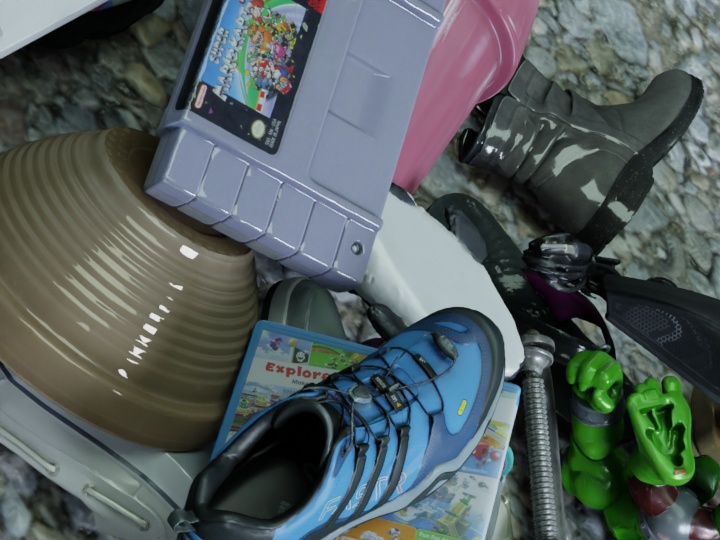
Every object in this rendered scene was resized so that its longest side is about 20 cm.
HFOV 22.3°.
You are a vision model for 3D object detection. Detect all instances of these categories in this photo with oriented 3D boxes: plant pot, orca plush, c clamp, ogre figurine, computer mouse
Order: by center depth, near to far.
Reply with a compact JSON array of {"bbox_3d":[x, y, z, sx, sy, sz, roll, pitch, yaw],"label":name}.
[{"bbox_3d":[-0.121,-0.008,0.959,0.201,0.093,0.201,36,21,-17],"label":"plant pot"},{"bbox_3d":[0.000,0.000,1.019,0.200,0.071,0.105,32,51,-22],"label":"orca plush"},{"bbox_3d":[0.107,0.116,1.045,0.027,0.171,0.200,-8,57,10],"label":"c clamp"},{"bbox_3d":[0.189,0.139,1.090,0.200,0.120,0.098,26,58,-4],"label":"ogre figurine"},{"bbox_3d":[0.198,0.032,1.103,0.200,0.053,0.138,37,9,21],"label":"computer mouse"},{"bbox_3d":[-0.011,-0.124,1.107,0.200,0.200,0.179,29,65,-14],"label":"plant pot"}]

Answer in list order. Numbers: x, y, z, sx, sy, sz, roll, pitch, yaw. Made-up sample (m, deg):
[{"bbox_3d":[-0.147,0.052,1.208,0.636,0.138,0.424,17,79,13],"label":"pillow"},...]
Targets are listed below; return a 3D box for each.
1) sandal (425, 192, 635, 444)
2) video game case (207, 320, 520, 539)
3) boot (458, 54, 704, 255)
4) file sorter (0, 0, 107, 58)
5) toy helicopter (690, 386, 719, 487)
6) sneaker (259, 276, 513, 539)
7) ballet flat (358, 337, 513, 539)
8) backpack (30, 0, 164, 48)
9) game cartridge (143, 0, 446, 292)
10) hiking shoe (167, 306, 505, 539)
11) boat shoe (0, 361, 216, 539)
[{"bbox_3d":[0.114,0.030,1.169,0.200,0.048,0.075,49,48,4],"label":"sandal"},{"bbox_3d":[-0.012,0.130,0.903,0.143,0.018,0.200,14,62,6],"label":"video game case"},{"bbox_3d":[0.157,-0.112,1.281,0.132,0.070,0.200,37,43,0],"label":"boot"},{"bbox_3d":[-0.174,-0.236,0.902,0.139,0.125,0.200,-30,87,-8],"label":"file sorter"},{"bbox_3d":[0.287,0.143,1.205,0.200,0.079,0.132,53,38,-6],"label":"toy helicopter"},{"bbox_3d":[0.018,0.092,0.983,0.084,0.121,0.200,-4,80,-61],"label":"sneaker"},{"bbox_3d":[0.045,0.127,1.045,0.069,0.071,0.200,-17,71,-45],"label":"ballet flat"},{"bbox_3d":[-0.146,-0.241,1.066,0.126,0.200,0.167,27,44,11],"label":"backpack"},{"bbox_3d":[-0.029,-0.104,0.960,0.130,0.038,0.200,30,64,-29],"label":"game cartridge"},{"bbox_3d":[-0.002,0.081,0.870,0.200,0.087,0.074,-40,70,-20],"label":"hiking shoe"},{"bbox_3d":[-0.117,0.112,0.953,0.200,0.066,0.072,37,16,-11],"label":"boat shoe"}]
